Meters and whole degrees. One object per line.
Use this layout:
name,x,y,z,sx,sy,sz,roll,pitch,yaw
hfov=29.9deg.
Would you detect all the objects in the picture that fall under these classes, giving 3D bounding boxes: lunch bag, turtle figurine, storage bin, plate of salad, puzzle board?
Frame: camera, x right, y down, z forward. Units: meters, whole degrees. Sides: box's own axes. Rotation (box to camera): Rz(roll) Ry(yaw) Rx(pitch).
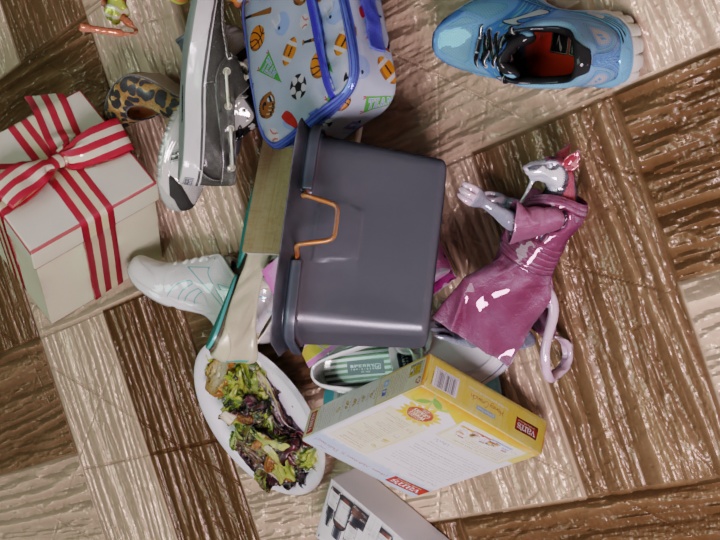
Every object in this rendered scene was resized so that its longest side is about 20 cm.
lunch bag,-0.040,-0.221,1.267,0.160,0.075,0.201,-33,61,45
turtle figurine,-0.208,-0.304,1.379,0.161,0.199,0.065,-131,23,-54
storage bin,0.002,-0.024,1.178,0.134,0.146,0.201,6,78,4
plate of salad,-0.120,0.169,1.491,0.200,0.048,0.201,25,132,31
puzzle board,-0.050,-0.112,1.324,0.150,0.017,0.201,3,81,50

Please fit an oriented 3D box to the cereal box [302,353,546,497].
cereal box,0.057,0.151,1.270,0.200,0.144,0.040,-29,38,49

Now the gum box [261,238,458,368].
gum box,0.000,0.000,1.330,0.200,0.066,0.114,-38,75,44

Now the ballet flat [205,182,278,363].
ballet flat,-0.108,0.005,1.424,0.069,0.069,0.201,3,72,44

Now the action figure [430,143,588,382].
action figure,0.144,-0.012,1.141,0.149,0.134,0.201,34,115,13

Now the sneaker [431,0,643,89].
sneaker,0.133,-0.192,1.122,0.199,0.090,0.079,12,111,43

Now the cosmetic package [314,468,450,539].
cosmetic package,0.042,0.296,1.391,0.200,0.051,0.083,35,126,33

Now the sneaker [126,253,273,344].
sneaker,-0.172,0.013,1.509,0.200,0.070,0.081,22,102,24

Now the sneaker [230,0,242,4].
sneaker,-0.127,-0.334,1.294,0.092,0.075,0.200,-55,25,31

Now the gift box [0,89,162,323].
gift box,-0.351,-0.083,1.533,0.200,0.184,0.187,44,155,19

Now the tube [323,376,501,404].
tube,0.054,0.129,1.333,0.199,0.050,0.078,-5,107,37

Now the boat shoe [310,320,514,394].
boat shoe,0.048,0.090,1.268,0.199,0.067,0.074,-16,87,24

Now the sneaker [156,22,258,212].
sneaker,-0.145,-0.149,1.377,0.087,0.076,0.201,19,99,9

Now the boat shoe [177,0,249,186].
boat shoe,-0.142,-0.182,1.316,0.071,0.063,0.201,-154,67,-75

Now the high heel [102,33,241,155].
high heel,-0.212,-0.157,1.489,0.200,0.071,0.143,-30,79,40
